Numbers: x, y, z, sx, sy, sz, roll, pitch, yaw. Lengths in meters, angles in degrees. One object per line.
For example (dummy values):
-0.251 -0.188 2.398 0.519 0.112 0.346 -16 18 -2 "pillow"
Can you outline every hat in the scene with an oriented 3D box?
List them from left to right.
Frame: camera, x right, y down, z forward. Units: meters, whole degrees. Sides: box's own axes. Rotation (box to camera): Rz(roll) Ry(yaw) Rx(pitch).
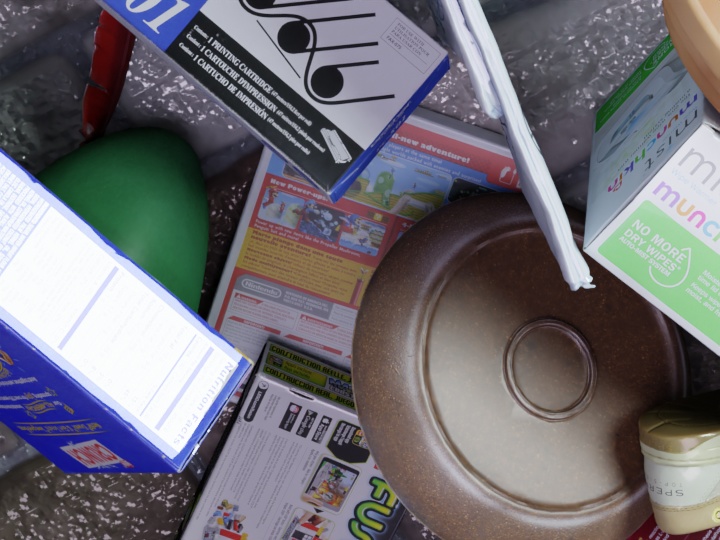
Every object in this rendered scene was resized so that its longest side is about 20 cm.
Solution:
-0.105 -0.061 1.605 0.166 0.176 0.200 30 160 6 "hat"

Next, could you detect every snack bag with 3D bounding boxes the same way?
0.059 -0.100 1.475 0.021 0.189 0.200 -23 108 2 "snack bag"

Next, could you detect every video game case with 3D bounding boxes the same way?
0.000 0.000 1.628 0.143 0.017 0.200 19 116 -2 "video game case"

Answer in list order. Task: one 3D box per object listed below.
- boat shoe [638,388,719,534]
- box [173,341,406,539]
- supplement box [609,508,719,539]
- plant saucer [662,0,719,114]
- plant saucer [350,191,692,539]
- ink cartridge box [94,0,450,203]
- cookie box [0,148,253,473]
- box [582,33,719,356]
0.229 0.093 1.574 0.200 0.074 0.066 -9 108 -29 "boat shoe"
-0.040 0.143 1.679 0.110 0.035 0.200 23 123 -5 "box"
0.130 0.120 1.607 0.200 0.109 0.061 45 153 -9 "supplement box"
0.220 -0.100 1.455 0.200 0.200 0.037 35 123 -10 "plant saucer"
0.092 0.054 1.552 0.200 0.200 0.034 38 157 -12 "plant saucer"
-0.060 -0.134 1.505 0.200 0.044 0.094 40 87 7 "ink cartridge box"
-0.176 0.017 1.517 0.200 0.171 0.075 41 70 -18 "cookie box"
0.219 -0.019 1.505 0.200 0.177 0.097 37 114 -12 "box"
